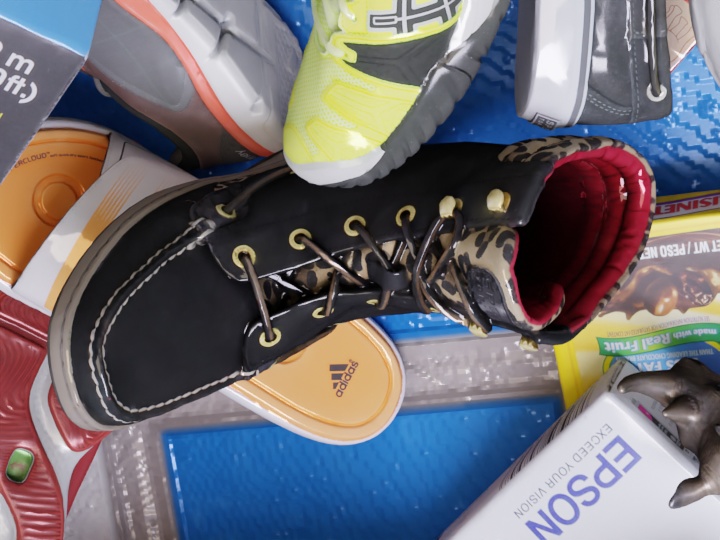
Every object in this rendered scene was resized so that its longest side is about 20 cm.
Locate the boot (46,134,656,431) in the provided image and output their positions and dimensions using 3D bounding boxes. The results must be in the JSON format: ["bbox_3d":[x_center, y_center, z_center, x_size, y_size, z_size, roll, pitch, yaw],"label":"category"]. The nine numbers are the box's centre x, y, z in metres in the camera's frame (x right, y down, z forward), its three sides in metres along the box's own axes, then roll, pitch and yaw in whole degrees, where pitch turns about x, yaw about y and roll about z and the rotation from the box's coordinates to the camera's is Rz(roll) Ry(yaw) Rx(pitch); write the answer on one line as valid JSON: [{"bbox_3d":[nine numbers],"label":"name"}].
[{"bbox_3d":[0.000,0.000,0.708,0.150,0.199,0.074,2,112,41],"label":"boot"}]

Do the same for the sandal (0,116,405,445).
[{"bbox_3d":[-0.063,0.003,0.788,0.205,0.059,0.080,29,80,-14],"label":"sandal"}]

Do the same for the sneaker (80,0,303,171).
[{"bbox_3d":[-0.102,-0.111,0.773,0.081,0.077,0.201,-22,118,29],"label":"sneaker"}]

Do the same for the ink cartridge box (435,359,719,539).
[{"bbox_3d":[0.112,0.170,0.806,0.200,0.043,0.197,43,119,3],"label":"ink cartridge box"}]

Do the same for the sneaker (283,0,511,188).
[{"bbox_3d":[0.013,-0.115,0.643,0.076,0.076,0.201,12,124,-27],"label":"sneaker"}]

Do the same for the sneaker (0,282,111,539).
[{"bbox_3d":[-0.145,0.064,0.847,0.078,0.115,0.201,30,73,-13],"label":"sneaker"}]

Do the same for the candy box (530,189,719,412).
[{"bbox_3d":[0.172,0.014,0.767,0.198,0.026,0.103,-7,120,16],"label":"candy box"}]

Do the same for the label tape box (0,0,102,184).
[{"bbox_3d":[-0.171,-0.098,0.683,0.143,0.064,0.200,23,126,-26],"label":"label tape box"}]

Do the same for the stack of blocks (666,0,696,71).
[{"bbox_3d":[0.140,-0.126,0.738,0.200,0.059,0.115,41,109,2],"label":"stack of blocks"}]

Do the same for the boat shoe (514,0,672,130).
[{"bbox_3d":[0.090,-0.148,0.685,0.056,0.069,0.202,4,107,-4],"label":"boat shoe"}]

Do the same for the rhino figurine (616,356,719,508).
[{"bbox_3d":[0.184,0.084,0.740,0.199,0.088,0.060,27,124,-8],"label":"rhino figurine"}]

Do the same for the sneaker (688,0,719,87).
[{"bbox_3d":[0.177,-0.028,0.651,0.079,0.130,0.200,-31,94,17],"label":"sneaker"}]
